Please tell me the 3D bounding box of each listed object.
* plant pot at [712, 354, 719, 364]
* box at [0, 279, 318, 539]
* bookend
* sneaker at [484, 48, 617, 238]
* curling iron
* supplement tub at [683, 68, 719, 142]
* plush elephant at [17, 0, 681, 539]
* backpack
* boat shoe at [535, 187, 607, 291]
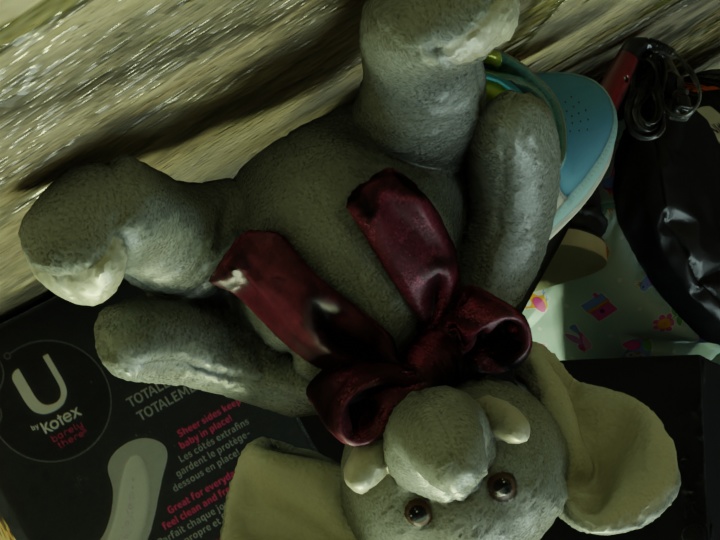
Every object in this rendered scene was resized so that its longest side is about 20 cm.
[{"bbox_3d":[0.150,0.088,1.278,0.200,0.141,0.141,-12,-147,2],"label":"plant pot"},{"bbox_3d":[-0.081,0.106,0.827,0.122,0.200,0.106,-28,175,-22],"label":"box"},{"bbox_3d":[0.091,0.098,1.039,0.200,0.092,0.199,-3,173,16],"label":"bookend"},{"bbox_3d":[0.060,-0.049,0.809,0.200,0.080,0.131,-27,176,-37],"label":"sneaker"},{"bbox_3d":[0.109,-0.038,0.991,0.200,0.050,0.026,-55,179,-24],"label":"curling iron"},{"bbox_3d":[0.203,-0.059,1.290,0.122,0.123,0.200,-33,175,31],"label":"supplement tub"},{"bbox_3d":[0.011,0.030,0.640,0.165,0.155,0.200,-29,158,-2],"label":"plush elephant"},{"bbox_3d":[0.124,-0.004,1.140,0.200,0.167,0.127,-17,-149,38],"label":"backpack"},{"bbox_3d":[0.039,-0.014,1.073,0.201,0.063,0.074,-16,155,33],"label":"boat shoe"}]
